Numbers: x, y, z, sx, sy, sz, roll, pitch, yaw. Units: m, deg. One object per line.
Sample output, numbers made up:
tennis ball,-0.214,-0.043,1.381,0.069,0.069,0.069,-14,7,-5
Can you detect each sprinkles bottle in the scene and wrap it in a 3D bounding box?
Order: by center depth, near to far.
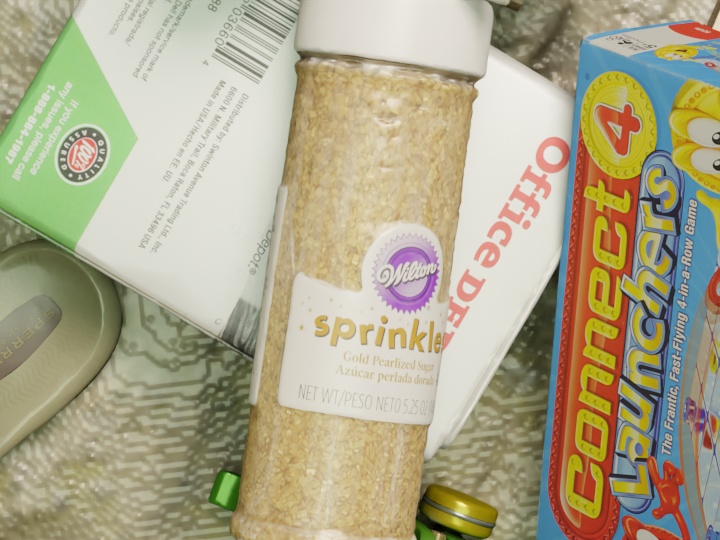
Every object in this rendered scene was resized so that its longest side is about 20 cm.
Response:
sprinkles bottle,0.000,0.000,0.961,0.068,0.068,0.201,8,92,-1

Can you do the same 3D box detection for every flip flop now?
flip flop,-0.171,0.068,1.049,0.200,0.058,0.081,-43,92,0

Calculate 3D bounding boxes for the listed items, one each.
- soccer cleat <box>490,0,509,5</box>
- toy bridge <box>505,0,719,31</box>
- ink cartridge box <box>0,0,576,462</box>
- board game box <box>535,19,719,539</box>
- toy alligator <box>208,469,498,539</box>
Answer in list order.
soccer cleat,0.074,-0.141,0.992,0.085,0.200,0.069,33,124,23
toy bridge,0.145,-0.100,1.064,0.200,0.027,0.067,24,91,-1
ink cartridge box,-0.022,-0.040,1.035,0.200,0.084,0.146,31,91,-2
board game box,0.151,0.035,0.943,0.056,0.196,0.201,-12,114,-37
toy alligator,0.037,0.118,1.055,0.199,0.054,0.059,21,91,-1
